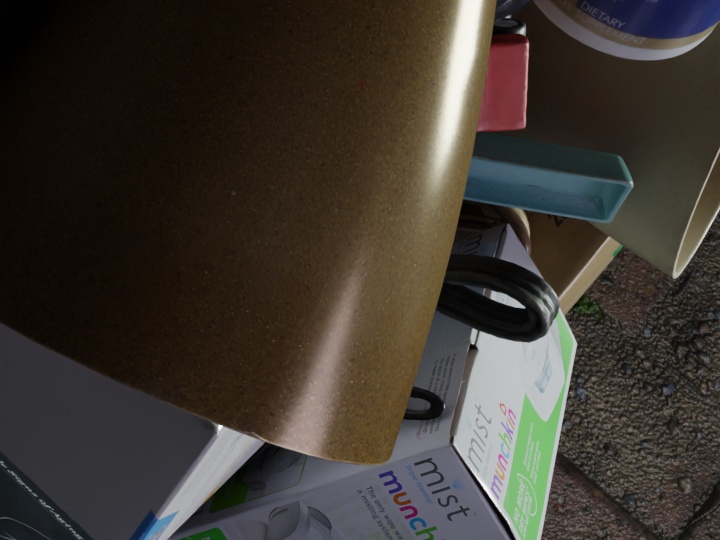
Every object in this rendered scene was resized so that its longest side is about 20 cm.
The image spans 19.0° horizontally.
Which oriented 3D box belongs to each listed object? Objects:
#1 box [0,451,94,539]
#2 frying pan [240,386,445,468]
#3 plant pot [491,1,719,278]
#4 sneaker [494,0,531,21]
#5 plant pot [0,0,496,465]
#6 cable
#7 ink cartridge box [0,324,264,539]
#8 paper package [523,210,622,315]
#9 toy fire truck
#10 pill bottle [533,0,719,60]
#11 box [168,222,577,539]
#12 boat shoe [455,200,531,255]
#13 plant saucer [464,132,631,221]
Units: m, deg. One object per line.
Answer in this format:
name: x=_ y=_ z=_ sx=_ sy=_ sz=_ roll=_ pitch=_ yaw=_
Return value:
box: x=-0.162 y=0.128 z=0.718 sx=0.124 sy=0.200 sz=0.197 roll=-48 pitch=173 yaw=4
frying pan: x=-0.044 y=0.044 z=1.091 sx=0.189 sy=0.116 sz=0.031 roll=-16 pitch=157 yaw=22
plant pot: x=0.126 y=-0.122 z=1.202 sx=0.188 sy=0.199 sz=0.188 roll=-59 pitch=167 yaw=-24
sneaker: x=0.056 y=-0.177 z=0.928 sx=0.200 sy=0.076 sz=0.114 roll=-46 pitch=156 yaw=16
plant pot: x=-0.031 y=-0.064 z=0.736 sx=0.201 sy=0.186 sz=0.186 roll=-64 pitch=172 yaw=5
cable: x=0.000 y=0.000 z=1.080 sx=0.050 sy=0.199 sz=0.097 roll=-47 pitch=161 yaw=-38
ink cartridge box: x=-0.091 y=0.029 z=0.976 sx=0.129 sy=0.125 sz=0.200 roll=-54 pitch=174 yaw=33
paper package: x=0.088 y=-0.073 z=1.337 sx=0.200 sy=0.190 sz=0.103 roll=-51 pitch=177 yaw=3
toy fire truck: x=0.007 y=-0.100 z=1.042 sx=0.200 sy=0.140 sz=0.049 roll=-119 pitch=-152 yaw=-63
pill bottle: x=0.150 y=-0.193 z=0.941 sx=0.111 sy=0.111 sz=0.200 roll=-45 pitch=171 yaw=-36
box: x=0.010 y=0.086 z=1.143 sx=0.176 sy=0.097 sz=0.200 roll=-20 pitch=-153 yaw=24
boat shoe: x=0.002 y=-0.006 z=1.250 sx=0.072 sy=0.199 sz=0.073 roll=-94 pitch=180 yaw=-74
plant saucer: x=0.037 y=-0.058 z=1.101 sx=0.070 sy=0.199 sz=0.019 roll=103 pitch=-3 yaw=-75
